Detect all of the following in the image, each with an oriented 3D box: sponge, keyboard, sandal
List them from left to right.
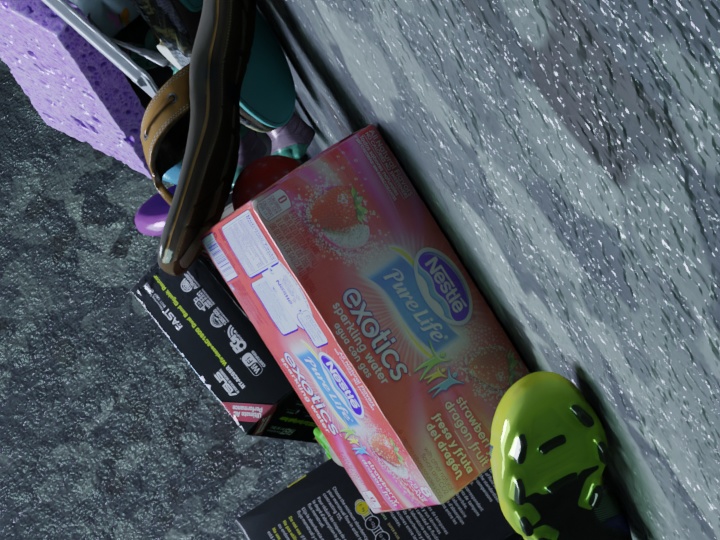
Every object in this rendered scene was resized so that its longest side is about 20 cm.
[{"bbox_3d":[-0.196,-0.172,1.035,0.200,0.011,0.056,42,179,13],"label":"keyboard"},{"bbox_3d":[-0.213,-0.144,1.176,0.111,0.030,0.200,28,164,23],"label":"sponge"},{"bbox_3d":[-0.104,-0.096,1.000,0.082,0.054,0.201,35,-119,-81],"label":"sandal"}]

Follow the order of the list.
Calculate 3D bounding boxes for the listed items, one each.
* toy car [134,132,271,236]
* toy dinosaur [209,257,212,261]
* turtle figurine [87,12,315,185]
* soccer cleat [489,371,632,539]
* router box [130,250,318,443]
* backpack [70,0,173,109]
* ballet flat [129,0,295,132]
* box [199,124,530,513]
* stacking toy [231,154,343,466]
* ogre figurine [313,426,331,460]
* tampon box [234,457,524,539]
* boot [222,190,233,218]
[{"bbox_3d":[-0.138,-0.066,1.553,0.201,0.150,0.175,59,175,-22],"label":"toy car"},{"bbox_3d":[-0.044,0.037,1.286,0.199,0.061,0.106,23,-170,-37],"label":"toy dinosaur"},{"bbox_3d":[-0.124,-0.153,1.183,0.200,0.101,0.150,49,164,-20],"label":"turtle figurine"},{"bbox_3d":[0.098,0.108,0.880,0.084,0.065,0.200,57,176,40],"label":"soccer cleat"},{"bbox_3d":[-0.084,0.062,1.329,0.150,0.062,0.200,50,-173,17],"label":"router box"},{"bbox_3d":[-0.224,-0.232,1.324,0.200,0.153,0.176,39,174,2],"label":"backpack"},{"bbox_3d":[-0.111,-0.168,1.064,0.201,0.072,0.072,55,178,-42],"label":"ballet flat"},{"bbox_3d":[0.008,0.031,0.958,0.201,0.094,0.103,57,156,-3],"label":"box"},{"bbox_3d":[-0.018,0.019,1.042,0.201,0.085,0.085,65,174,-7],"label":"stacking toy"},{"bbox_3d":[0.027,0.115,1.270,0.098,0.120,0.200,48,172,37],"label":"ogre figurine"},{"bbox_3d":[0.041,0.195,1.166,0.126,0.199,0.150,54,173,33],"label":"tampon box"},{"bbox_3d":[-0.106,-0.090,1.354,0.204,0.073,0.155,144,124,-68],"label":"boot"}]
